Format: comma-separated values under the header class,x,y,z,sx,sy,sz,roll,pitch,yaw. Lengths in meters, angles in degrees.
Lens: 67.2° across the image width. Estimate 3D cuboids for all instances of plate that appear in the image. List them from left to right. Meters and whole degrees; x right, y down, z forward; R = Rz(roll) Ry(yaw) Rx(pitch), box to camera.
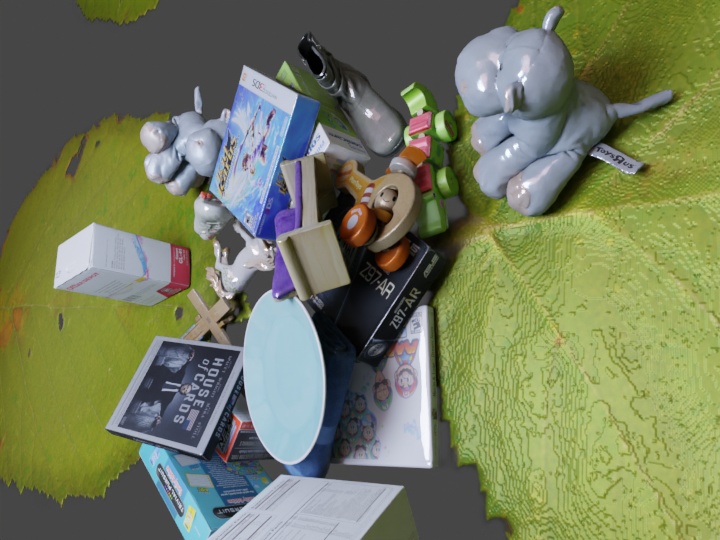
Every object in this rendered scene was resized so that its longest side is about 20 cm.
class,x,y,z,sx,sy,sz,roll,pitch,yaw
plate,-0.090,0.126,0.658,0.197,0.025,0.209,1,91,53

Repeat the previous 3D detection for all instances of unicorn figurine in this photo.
class,x,y,z,sx,sy,sz,roll,pitch,yaw
unicorn figurine,-0.188,-0.026,0.900,0.202,0.072,0.139,-57,48,33

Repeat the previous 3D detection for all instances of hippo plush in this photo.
class,x,y,z,sx,sy,sz,roll,pitch,yaw
hippo plush,-0.288,-0.220,1.014,0.156,0.163,0.201,13,43,24
hippo plush,0.170,-0.153,0.548,0.197,0.159,0.164,27,94,41

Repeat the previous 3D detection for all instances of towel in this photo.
class,x,y,z,sx,sy,sz,roll,pitch,yaw
towel,-0.065,0.165,0.684,0.111,0.047,0.207,35,117,47

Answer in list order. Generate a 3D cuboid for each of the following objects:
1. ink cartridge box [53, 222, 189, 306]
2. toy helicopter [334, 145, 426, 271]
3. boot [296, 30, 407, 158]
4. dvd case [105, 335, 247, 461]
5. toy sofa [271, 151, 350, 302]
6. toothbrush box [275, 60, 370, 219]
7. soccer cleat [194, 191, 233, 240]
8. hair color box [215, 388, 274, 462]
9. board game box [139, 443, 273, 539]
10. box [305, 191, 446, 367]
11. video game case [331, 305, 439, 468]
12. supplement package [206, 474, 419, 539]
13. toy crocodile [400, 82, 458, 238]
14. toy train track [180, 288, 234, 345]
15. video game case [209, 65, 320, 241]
class,x,y,z,sx,sy,sz,roll,pitch,yaw
ink cartridge box,-0.442,-0.005,1.018,0.144,0.197,0.089,-19,66,33
toy helicopter,0.018,-0.102,0.672,0.134,0.078,0.200,-53,34,9
boot,-0.020,-0.248,0.769,0.068,0.129,0.203,-45,53,20
dvd case,-0.252,0.171,0.760,0.194,0.025,0.154,1,54,30
toy sofa,-0.074,-0.059,0.665,0.094,0.085,0.203,-15,36,4
toothbrush box,-0.088,-0.189,0.829,0.147,0.084,0.203,-51,49,30
soccer cleat,-0.257,-0.090,0.938,0.199,0.067,0.080,-157,82,-72
hair color box,-0.197,0.200,0.808,0.197,0.109,0.066,29,96,41
board game box,-0.200,0.298,0.756,0.198,0.149,0.048,36,100,41
box,0.000,0.000,0.719,0.163,0.043,0.200,-56,44,7
video game case,0.011,0.152,0.699,0.195,0.023,0.189,-13,70,37
supplement package,-0.046,0.335,0.582,0.195,0.149,0.157,-12,98,37
toy crocodile,0.084,-0.143,0.695,0.066,0.061,0.208,-11,71,37
toy train track,-0.277,0.102,0.954,0.199,0.032,0.116,-38,87,34
video game case,-0.149,-0.177,0.801,0.181,0.044,0.206,39,114,45
